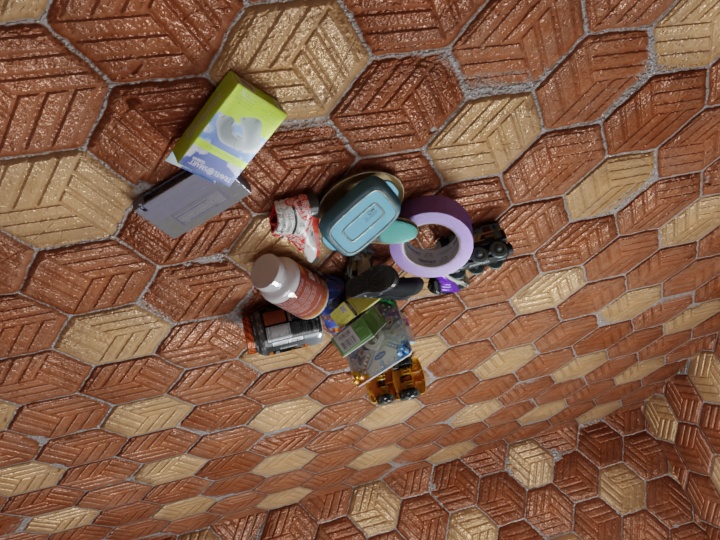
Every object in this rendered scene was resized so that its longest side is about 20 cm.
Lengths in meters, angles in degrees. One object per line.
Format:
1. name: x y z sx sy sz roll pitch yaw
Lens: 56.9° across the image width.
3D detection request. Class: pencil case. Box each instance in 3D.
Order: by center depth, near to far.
1. pencil case: -0.069 0.089 1.749 0.077 0.088 0.201 14 151 15

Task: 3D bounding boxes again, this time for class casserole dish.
1. casserole dish: 0.003 -0.109 1.413 0.199 0.039 0.121 -41 122 9

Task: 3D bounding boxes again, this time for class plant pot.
1. plant pot: -0.001 -0.156 1.465 0.197 0.028 0.201 -15 148 -9

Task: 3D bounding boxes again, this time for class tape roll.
1. tape roll: 0.166 -0.078 1.569 0.196 0.066 0.202 2 132 2

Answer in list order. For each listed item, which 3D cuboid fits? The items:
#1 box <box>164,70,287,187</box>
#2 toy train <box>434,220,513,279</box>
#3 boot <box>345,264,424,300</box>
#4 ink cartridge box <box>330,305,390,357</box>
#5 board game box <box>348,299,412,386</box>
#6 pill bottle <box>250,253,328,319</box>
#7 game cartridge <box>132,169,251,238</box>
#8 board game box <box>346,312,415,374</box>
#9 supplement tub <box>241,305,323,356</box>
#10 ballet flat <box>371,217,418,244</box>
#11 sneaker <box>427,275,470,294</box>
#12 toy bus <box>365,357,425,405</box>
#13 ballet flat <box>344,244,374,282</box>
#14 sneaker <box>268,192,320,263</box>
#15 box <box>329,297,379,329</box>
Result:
1. box: -0.236 -0.234 1.164 0.200 0.048 0.121 -47 141 18
2. toy train: 0.288 -0.054 1.694 0.197 0.115 0.086 -15 152 -6
3. boot: 0.087 0.035 1.619 0.198 0.067 0.163 9 164 -44
4. ink cartridge box: 0.004 0.149 1.721 0.103 0.060 0.200 -36 178 17
5. board game box: 0.035 0.187 1.835 0.199 0.202 0.026 -36 141 25
6. pill bottle: -0.169 0.036 1.581 0.111 0.113 0.200 -30 147 17
7. game cartridge: -0.327 -0.144 1.300 0.198 0.039 0.130 -28 151 12
8. board game box: 0.053 0.219 1.987 0.102 0.106 0.200 10 139 -39
9. supplement tub: -0.202 0.150 1.725 0.197 0.124 0.123 -12 148 -11
10. ballet flat: 0.031 -0.096 1.487 0.196 0.063 0.070 -5 121 -12
11. sneaker: 0.219 0.024 1.817 0.099 0.070 0.199 -32 146 23
12. toy bus: 0.107 0.388 2.272 0.196 0.138 0.192 -10 163 -11
13. ballet flat: 0.000 0.000 1.661 0.071 0.073 0.202 -12 147 -12
14. sneaker: -0.145 -0.086 1.456 0.106 0.068 0.203 -11 144 -12
15. box: 0.010 0.074 1.702 0.199 0.050 0.075 -33 172 -47
